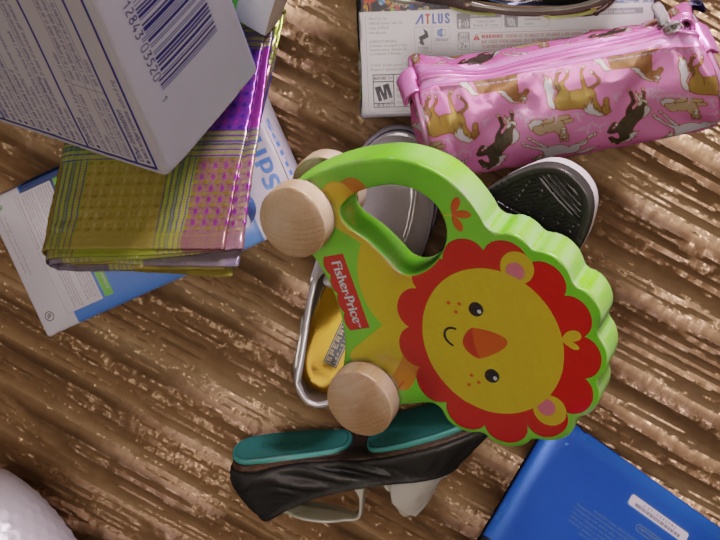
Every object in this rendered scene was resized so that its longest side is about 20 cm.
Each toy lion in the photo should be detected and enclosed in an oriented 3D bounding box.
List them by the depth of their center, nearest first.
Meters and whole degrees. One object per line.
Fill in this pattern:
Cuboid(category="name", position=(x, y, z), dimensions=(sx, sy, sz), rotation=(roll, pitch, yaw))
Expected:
Cuboid(category="toy lion", position=(0.056, 0.015, 0.957), dimensions=(0.190, 0.069, 0.202), rotation=(-10, 110, 30))

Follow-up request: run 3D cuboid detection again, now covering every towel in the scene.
Cuboid(category="towel", position=(-0.126, -0.089, 1.015), dimensions=(0.142, 0.023, 0.202), rotation=(-1, 66, 21))

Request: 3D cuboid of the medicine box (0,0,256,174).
Cuboid(category="medicine box", position=(-0.187, -0.177, 0.947), dimensions=(0.198, 0.103, 0.183), rotation=(19, 147, 32))

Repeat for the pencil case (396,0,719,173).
Cuboid(category="pencil case", position=(0.126, -0.112, 0.987), dimensions=(0.197, 0.083, 0.088), rotation=(-11, 108, 9))

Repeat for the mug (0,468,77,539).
Cuboid(category="mug", position=(-0.271, 0.245, 1.109), dimensions=(0.199, 0.147, 0.177), rotation=(-25, 90, 40))

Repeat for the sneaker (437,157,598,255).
Cuboid(category="sneaker", position=(0.106, -0.017, 1.020), dimensions=(0.084, 0.121, 0.200), rotation=(43, 132, 4))

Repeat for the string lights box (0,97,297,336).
Cuboid(category="string lights box", position=(-0.141, -0.044, 1.072), dimensions=(0.198, 0.059, 0.104), rotation=(-23, 98, 9))

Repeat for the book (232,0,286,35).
Cuboid(category="book", position=(-0.122, -0.247, 0.966), dimensions=(0.199, 0.048, 0.134), rotation=(30, 131, 4))

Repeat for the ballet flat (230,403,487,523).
Cuboid(category="ballet flat", position=(0.007, 0.136, 1.095), dimensions=(0.198, 0.068, 0.069), rotation=(-11, 110, 18))

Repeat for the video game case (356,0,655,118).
Cuboid(category="video game case", position=(0.094, -0.194, 1.033), dimensions=(0.197, 0.036, 0.184), rotation=(-2, 102, 6))

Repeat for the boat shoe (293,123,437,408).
Cuboid(category="boat shoe", position=(0.000, 0.000, 1.062), dimensions=(0.070, 0.070, 0.202), rotation=(23, 102, 1))

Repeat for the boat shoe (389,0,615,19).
Cuboid(category="boat shoe", position=(0.068, -0.198, 0.985), dimensions=(0.199, 0.060, 0.073), rotation=(9, 101, 3))

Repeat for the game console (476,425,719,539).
Cuboid(category="game console", position=(0.161, 0.235, 1.118), dimensions=(0.199, 0.118, 0.172), rotation=(35, 71, -2))
